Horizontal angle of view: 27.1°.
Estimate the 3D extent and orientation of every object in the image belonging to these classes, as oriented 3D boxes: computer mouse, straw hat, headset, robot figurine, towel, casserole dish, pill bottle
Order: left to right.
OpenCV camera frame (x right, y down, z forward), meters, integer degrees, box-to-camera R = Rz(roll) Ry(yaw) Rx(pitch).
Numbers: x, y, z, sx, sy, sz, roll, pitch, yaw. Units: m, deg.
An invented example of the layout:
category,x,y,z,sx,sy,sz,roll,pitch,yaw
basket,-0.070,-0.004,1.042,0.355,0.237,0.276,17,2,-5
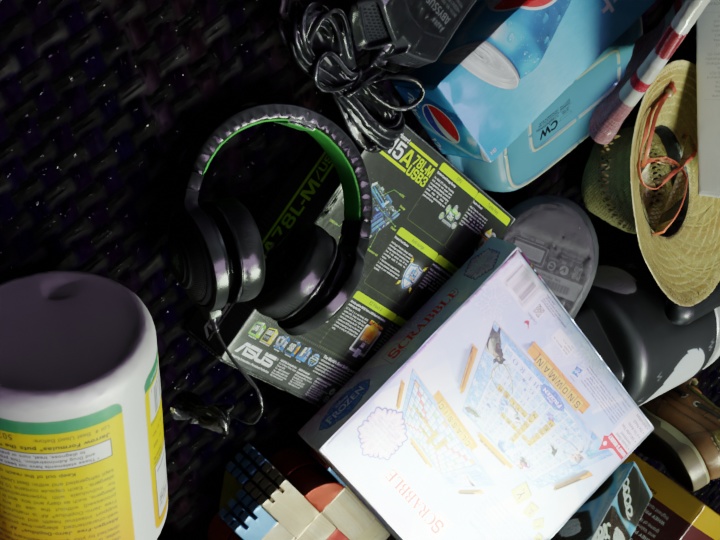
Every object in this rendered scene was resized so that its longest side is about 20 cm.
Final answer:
category,x,y,z,sx,sy,sz,roll,pitch,yaw
pill bottle,-0.168,0.109,0.857,0.113,0.113,0.200,-29,138,-32
headset,-0.067,-0.001,0.902,0.123,0.094,0.200,16,85,-27
computer mouse,0.029,-0.182,0.892,0.200,0.053,0.139,-53,143,-7
computer mouse,0.109,0.034,1.142,0.138,0.053,0.200,25,93,-13
casserole dish,0.144,-0.132,1.089,0.200,0.039,0.121,-38,142,-21
robot figurine,0.229,0.052,1.267,0.200,0.150,0.125,-21,121,-38
straw hat,0.222,-0.071,1.182,0.201,0.085,0.202,-3,94,-53
towel,0.221,-0.186,0.982,0.200,0.023,0.144,-58,177,39

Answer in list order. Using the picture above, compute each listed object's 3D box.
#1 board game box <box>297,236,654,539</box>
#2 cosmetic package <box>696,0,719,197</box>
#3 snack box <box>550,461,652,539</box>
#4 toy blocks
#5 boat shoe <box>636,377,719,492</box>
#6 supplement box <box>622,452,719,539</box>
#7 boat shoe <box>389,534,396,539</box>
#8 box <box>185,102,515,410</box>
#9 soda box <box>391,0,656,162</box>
category,x,y,z,sx,sy,sz,roll,pitch,yaw
board game box,0.088,0.115,1.076,0.200,0.041,0.200,-44,117,-10
cosmetic package,0.312,-0.160,1.163,0.102,0.074,0.200,-14,106,-51
snack box,0.142,0.227,1.157,0.037,0.116,0.200,59,36,-10
toy blocks,-0.056,0.185,1.087,0.200,0.100,0.137,-45,133,-8
boat shoe,0.275,0.128,1.324,0.068,0.200,0.072,-28,119,-6
supplement box,0.187,0.246,1.320,0.200,0.197,0.133,-55,146,0
boat shoe,0.107,0.183,1.181,0.200,0.072,0.076,-22,151,-17
box,0.000,0.000,1.025,0.193,0.047,0.200,-57,145,1
soda box,0.119,-0.163,0.990,0.200,0.064,0.068,-45,116,-15
